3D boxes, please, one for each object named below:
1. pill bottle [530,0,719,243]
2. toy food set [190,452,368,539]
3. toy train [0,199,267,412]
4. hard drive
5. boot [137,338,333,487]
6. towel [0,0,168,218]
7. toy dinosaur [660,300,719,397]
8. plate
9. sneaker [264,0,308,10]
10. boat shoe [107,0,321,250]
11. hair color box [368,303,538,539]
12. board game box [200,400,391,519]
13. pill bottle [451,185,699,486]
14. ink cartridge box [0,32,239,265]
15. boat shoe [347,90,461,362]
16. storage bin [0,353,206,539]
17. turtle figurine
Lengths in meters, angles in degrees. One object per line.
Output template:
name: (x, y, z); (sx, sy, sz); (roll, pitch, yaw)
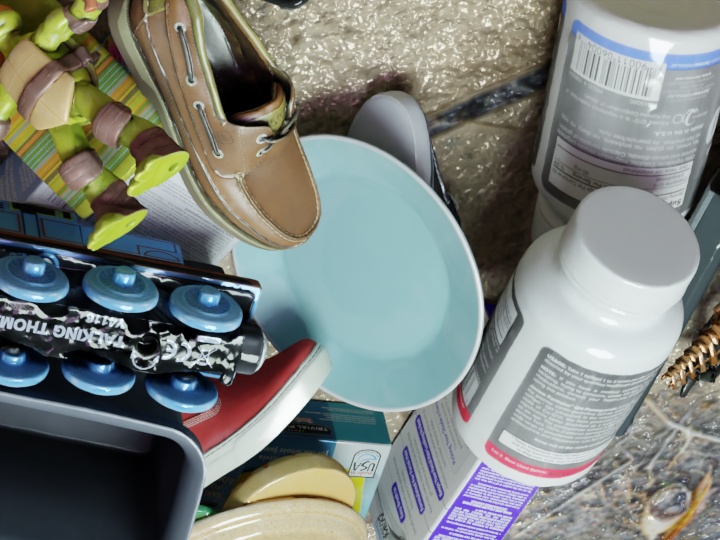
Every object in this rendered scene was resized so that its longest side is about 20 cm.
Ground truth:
pill bottle: (0.173, -0.096, 1.196); (0.113, 0.114, 0.201); (-1, 128, -12)
toy food set: (-0.090, 0.211, 1.331); (0.197, 0.049, 0.200); (-19, 148, -4)
toy train: (-0.156, 0.020, 1.117); (0.199, 0.114, 0.087); (10, 117, -19)
hard drive: (0.227, 0.004, 1.276); (0.033, 0.140, 0.201); (30, 123, 10)
boot: (-0.127, 0.073, 1.264); (0.200, 0.072, 0.144); (-35, 96, 23)
towel: (-0.205, -0.130, 1.094); (0.086, 0.018, 0.200); (-42, 96, 16)
toy dinosaur: (0.286, 0.037, 1.327); (0.199, 0.102, 0.136); (-7, 133, -20)
plate: (0.000, 0.000, 1.225); (0.199, 0.026, 0.201); (18, 123, 29)
sneaker: (-0.024, -0.196, 1.091); (0.199, 0.088, 0.074); (-4, 128, -10)
boat shoe: (-0.072, -0.088, 1.078); (0.068, 0.072, 0.200); (-1, 135, 41)
hair color box: (0.081, 0.137, 1.360); (0.065, 0.110, 0.200); (17, 122, -26)
board game box: (-0.076, 0.186, 1.404); (0.150, 0.047, 0.201); (6, 125, -17)
pill bottle: (0.139, 0.041, 1.174); (0.110, 0.111, 0.200); (5, 140, -16)
ink cartridge box: (-0.155, -0.045, 1.187); (0.136, 0.076, 0.200); (31, 114, -30)
boat shoe: (0.036, -0.032, 1.250); (0.068, 0.072, 0.201); (-24, 122, -38)
storage bin: (-0.203, 0.113, 1.170); (0.199, 0.134, 0.146); (13, 115, -9)
turtle figurine: (-0.179, -0.093, 1.057); (0.200, 0.064, 0.161); (-44, 79, 22)
